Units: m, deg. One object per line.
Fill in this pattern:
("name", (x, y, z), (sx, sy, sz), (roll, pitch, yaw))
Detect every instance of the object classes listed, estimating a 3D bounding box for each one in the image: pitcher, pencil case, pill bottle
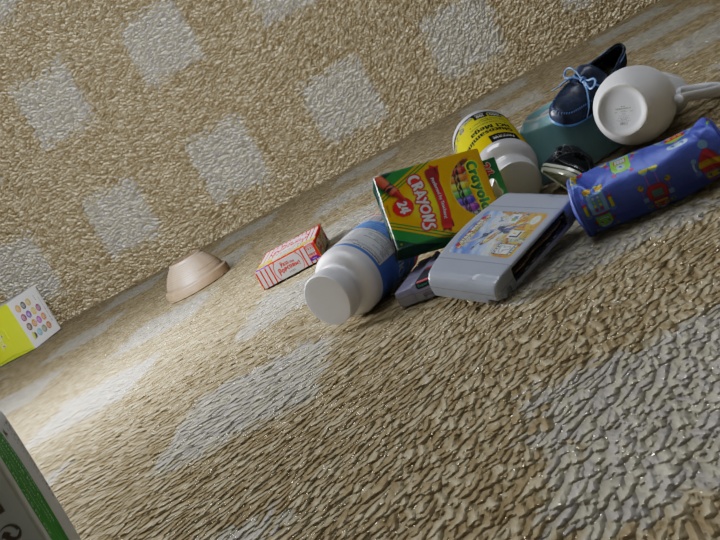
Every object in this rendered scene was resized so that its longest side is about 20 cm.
("pitcher", (0.469, -0.269, 1.434), (0.171, 0.122, 0.200), (-4, 13, 36))
("pencil case", (0.352, -0.116, 1.109), (0.199, 0.078, 0.087), (-25, 37, 19))
("pill bottle", (0.000, 0.000, 1.393), (0.112, 0.113, 0.200), (-19, 15, 40))
("pill bottle", (0.232, -0.186, 1.534), (0.112, 0.113, 0.200), (-28, 32, 5))

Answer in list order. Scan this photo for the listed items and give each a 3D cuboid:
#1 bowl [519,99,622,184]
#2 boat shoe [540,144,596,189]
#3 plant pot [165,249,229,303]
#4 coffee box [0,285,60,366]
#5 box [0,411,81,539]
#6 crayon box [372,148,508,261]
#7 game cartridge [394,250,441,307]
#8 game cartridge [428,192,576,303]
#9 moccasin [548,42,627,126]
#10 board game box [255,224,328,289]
("bowl", (0.356, -0.240, 1.576), (0.200, 0.105, 0.201), (-28, 12, 7))
("boat shoe", (0.317, -0.156, 1.370), (0.062, 0.074, 0.200), (-53, 3, 11))
("plant pot", (-0.485, 0.004, 2.611), (0.200, 0.093, 0.201), (-29, 11, 6))
("coffee box", (-1.308, 0.212, 3.449), (0.199, 0.200, 0.198), (-25, 12, 19))
("box", (-0.419, 0.290, 0.944), (0.200, 0.200, 0.171), (-31, 11, -15))
("crayon box", (0.131, -0.105, 1.373), (0.199, 0.127, 0.051), (-17, -21, -5))
("game cartridge", (0.152, -0.015, 1.287), (0.199, 0.039, 0.130), (-23, 9, 29))
("game cartridge", (0.182, -0.035, 1.175), (0.133, 0.042, 0.200), (11, 46, 45))
("moccasin", (0.370, -0.312, 1.491), (0.080, 0.068, 0.200), (27, 55, 23))
("board game box", (-0.153, -0.033, 2.069), (0.151, 0.046, 0.200), (-28, 11, 7))
